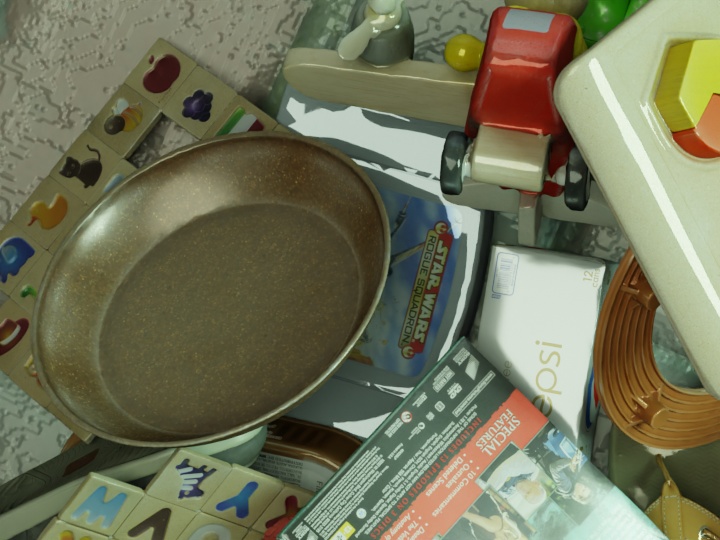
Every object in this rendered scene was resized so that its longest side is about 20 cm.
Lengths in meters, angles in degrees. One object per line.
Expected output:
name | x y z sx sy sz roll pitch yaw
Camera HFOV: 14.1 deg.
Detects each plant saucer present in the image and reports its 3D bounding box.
plant saucer | -0.073 0.016 1.506 0.200 0.037 0.201 -13 50 16

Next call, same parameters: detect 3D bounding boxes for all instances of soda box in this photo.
soda box | 0.090 0.088 1.550 0.063 0.068 0.201 10 92 13

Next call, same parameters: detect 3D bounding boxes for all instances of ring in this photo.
ring | 0.200 0.008 1.470 0.019 0.200 0.201 40 98 39

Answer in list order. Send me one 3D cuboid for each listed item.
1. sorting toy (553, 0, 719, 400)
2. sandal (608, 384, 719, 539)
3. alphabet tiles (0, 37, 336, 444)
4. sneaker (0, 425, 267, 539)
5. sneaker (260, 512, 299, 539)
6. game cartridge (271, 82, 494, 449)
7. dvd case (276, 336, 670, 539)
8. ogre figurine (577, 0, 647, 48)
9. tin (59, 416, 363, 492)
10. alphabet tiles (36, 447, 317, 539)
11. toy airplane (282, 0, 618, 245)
sorting toy | 0.201 -0.064 1.387 0.200 0.036 0.186 -38 106 -31
sandal | 0.170 0.160 1.538 0.080 0.054 0.201 -1 89 13
alphabet tiles | -0.117 -0.010 1.580 0.167 0.008 0.200 37 86 31
sneaker | -0.116 0.141 1.552 0.199 0.075 0.106 -25 107 25
sneaker | 0.007 0.202 1.537 0.082 0.078 0.200 -35 122 -12
game cartridge | 0.000 0.000 1.589 0.133 0.042 0.201 15 92 16
dvd case | 0.075 0.154 1.481 0.200 0.022 0.146 43 73 -1
ogre figurine | 0.185 -0.154 1.525 0.199 0.098 0.120 23 76 -3
tin | -0.073 0.132 1.586 0.199 0.042 0.112 11 113 14
alphabet tiles | -0.108 0.176 1.532 0.200 0.166 0.006 -51 36 25
toy airplane | 0.090 -0.091 1.462 0.199 0.199 0.142 -1 79 53
